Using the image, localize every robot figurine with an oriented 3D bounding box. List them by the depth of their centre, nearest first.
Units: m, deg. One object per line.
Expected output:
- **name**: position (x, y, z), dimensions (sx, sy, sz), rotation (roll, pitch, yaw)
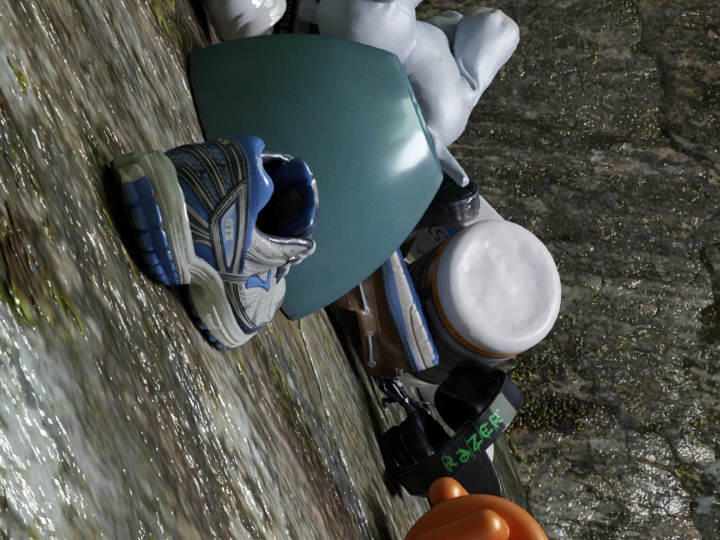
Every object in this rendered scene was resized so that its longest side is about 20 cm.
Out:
- **robot figurine**: position (0.090, 0.230, 1.286), dimensions (0.143, 0.117, 0.200), rotation (28, -11, 22)

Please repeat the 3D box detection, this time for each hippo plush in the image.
- **hippo plush**: position (0.015, -0.177, 1.468), dimensions (0.161, 0.158, 0.201), rotation (45, 52, -28)

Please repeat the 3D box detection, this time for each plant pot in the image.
- **plant pot**: position (-0.020, -0.084, 1.258), dimensions (0.200, 0.134, 0.202), rotation (-22, 90, -85)

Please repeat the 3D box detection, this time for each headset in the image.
- **headset**: position (0.063, 0.121, 1.495), dimensions (0.094, 0.123, 0.200), rotation (49, -7, -6)

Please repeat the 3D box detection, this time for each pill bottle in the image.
- **pill bottle**: position (0.084, 0.036, 1.584), dimensions (0.200, 0.116, 0.117), rotation (-35, -106, 62)

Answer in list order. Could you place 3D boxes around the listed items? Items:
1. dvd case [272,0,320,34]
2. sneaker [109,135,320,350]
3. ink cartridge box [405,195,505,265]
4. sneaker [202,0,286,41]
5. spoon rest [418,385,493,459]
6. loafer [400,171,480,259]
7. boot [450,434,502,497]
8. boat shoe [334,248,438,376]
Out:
- **dvd case**: position (-0.023, -0.172, 1.533), dimensions (0.200, 0.025, 0.152), rotation (13, 84, -64)
- **sneaker**: position (-0.055, -0.016, 0.915), dimensions (0.200, 0.084, 0.078), rotation (52, 18, -74)
- **ink cartridge box**: position (0.043, -0.050, 1.726), dimensions (0.200, 0.045, 0.177), rotation (48, -33, 23)
- **sneaker**: position (-0.104, -0.254, 1.417), dimensions (0.080, 0.070, 0.201), rotation (54, 10, -30)
- **spoon rest**: position (0.102, 0.150, 1.982), dimensions (0.100, 0.060, 0.201), rotation (61, 10, -56)
- **loafer**: position (0.032, -0.045, 1.533), dimensions (0.199, 0.072, 0.073), rotation (5, -66, 53)
- **boot**: position (0.118, 0.239, 1.776), dimensions (0.200, 0.068, 0.190), rotation (-54, 122, -85)
- **boat shoe**: position (0.000, 0.000, 1.463), dimensions (0.072, 0.072, 0.202), rotation (-94, 164, -73)
